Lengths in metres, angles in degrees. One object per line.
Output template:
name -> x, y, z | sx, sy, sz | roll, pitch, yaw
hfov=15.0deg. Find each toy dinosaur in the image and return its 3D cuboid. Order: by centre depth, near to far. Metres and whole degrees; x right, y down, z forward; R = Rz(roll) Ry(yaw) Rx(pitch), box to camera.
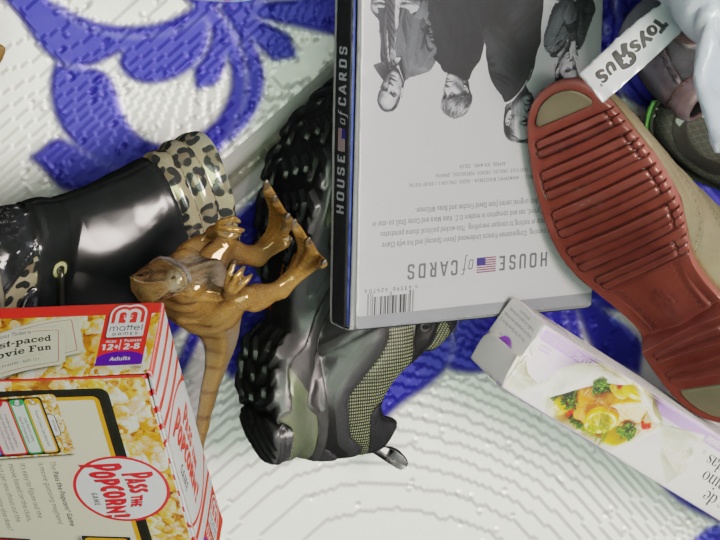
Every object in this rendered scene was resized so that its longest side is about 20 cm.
toy dinosaur -> -0.070, 0.013, 1.313 | 0.106, 0.200, 0.061 | -35, 68, -4

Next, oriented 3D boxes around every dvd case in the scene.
dvd case -> 0.053, -0.076, 1.333 | 0.149, 0.025, 0.202 | -5, 101, -34

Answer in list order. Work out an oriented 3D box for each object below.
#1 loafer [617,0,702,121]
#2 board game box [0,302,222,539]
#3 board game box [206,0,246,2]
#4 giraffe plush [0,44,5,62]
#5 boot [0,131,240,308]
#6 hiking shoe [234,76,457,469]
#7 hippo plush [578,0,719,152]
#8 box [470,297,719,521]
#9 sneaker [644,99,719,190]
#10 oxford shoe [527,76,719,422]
loafer -> 0.225, -0.115, 1.338 | 0.199, 0.063, 0.072 | -14, 145, -16
board game box -> -0.175, 0.086, 1.266 | 0.198, 0.046, 0.152 | -2, 134, 9
board game box -> -0.060, -0.226, 1.276 | 0.200, 0.039, 0.158 | -42, 72, 6
giraffe plush -> -0.252, -0.086, 1.283 | 0.162, 0.172, 0.200 | -45, 100, -11
boot -> -0.130, 0.034, 1.350 | 0.153, 0.073, 0.205 | -25, 135, -23
hiking shoe -> 0.000, 0.000, 1.371 | 0.100, 0.076, 0.201 | 6, 102, -28
hippo plush -> 0.156, -0.197, 1.248 | 0.200, 0.159, 0.161 | -43, 140, -23
box -> 0.143, 0.079, 1.381 | 0.199, 0.041, 0.039 | 31, 98, -31
sneaker -> 0.237, -0.048, 1.365 | 0.199, 0.084, 0.077 | 24, 99, -7
oxford shoe -> 0.147, -0.020, 1.367 | 0.070, 0.075, 0.201 | -18, 114, 32
